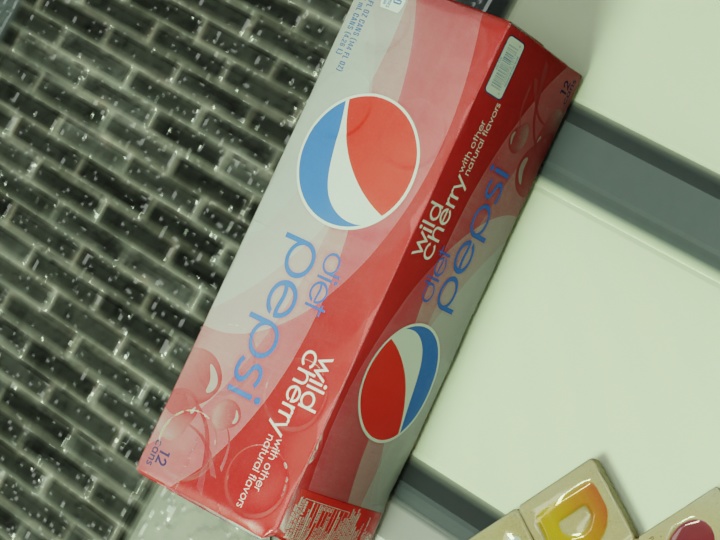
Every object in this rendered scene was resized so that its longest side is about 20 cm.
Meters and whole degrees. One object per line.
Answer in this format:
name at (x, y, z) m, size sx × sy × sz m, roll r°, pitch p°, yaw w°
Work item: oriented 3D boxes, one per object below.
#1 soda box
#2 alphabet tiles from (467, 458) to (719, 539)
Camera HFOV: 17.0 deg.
soda box at (0.000, 0.000, 0.864) m, size 0.070 × 0.063 × 0.200 m, roll 24°, pitch 89°, yaw 33°
alphabet tiles at (0.063, 0.167, 0.814) m, size 0.200 × 0.006 × 0.167 m, roll -36°, pitch 61°, yaw 17°
